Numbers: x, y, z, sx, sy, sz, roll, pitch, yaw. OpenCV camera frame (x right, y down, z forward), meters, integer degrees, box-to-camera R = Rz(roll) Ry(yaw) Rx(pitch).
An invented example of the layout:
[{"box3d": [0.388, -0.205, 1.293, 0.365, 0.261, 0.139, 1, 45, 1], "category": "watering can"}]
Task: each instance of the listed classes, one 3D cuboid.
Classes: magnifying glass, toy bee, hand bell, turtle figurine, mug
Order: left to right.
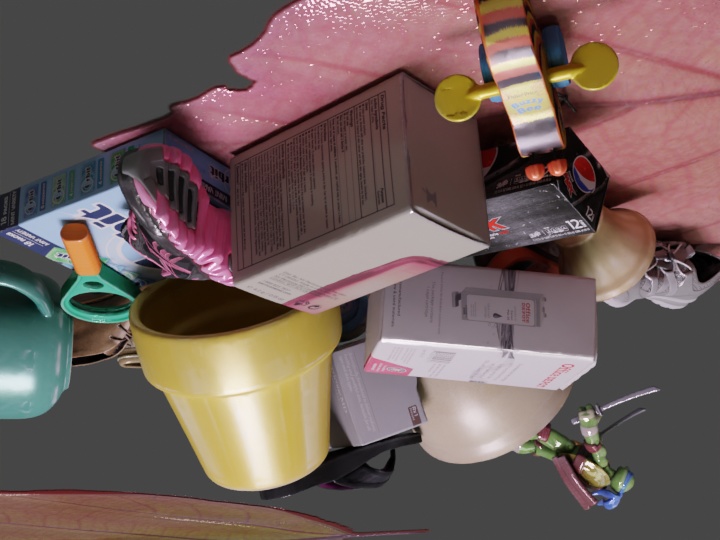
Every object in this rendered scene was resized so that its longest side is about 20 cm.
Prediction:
[{"box3d": [-0.349, 0.074, 1.308, 0.114, 0.152, 0.185, 4, 174, -17], "category": "mug"}, {"box3d": [-0.255, 0.007, 1.235, 0.079, 0.022, 0.200, -1, 155, -2], "category": "magnifying glass"}, {"box3d": [0.137, -0.131, 0.982, 0.131, 0.109, 0.200, -23, 150, 34], "category": "toy bee"}, {"box3d": [0.182, -0.064, 1.199, 0.104, 0.104, 0.200, -19, 139, 31], "category": "hand bell"}, {"box3d": [0.308, 0.224, 1.850, 0.194, 0.200, 0.144, 16, -172, 10], "category": "turtle figurine"}]

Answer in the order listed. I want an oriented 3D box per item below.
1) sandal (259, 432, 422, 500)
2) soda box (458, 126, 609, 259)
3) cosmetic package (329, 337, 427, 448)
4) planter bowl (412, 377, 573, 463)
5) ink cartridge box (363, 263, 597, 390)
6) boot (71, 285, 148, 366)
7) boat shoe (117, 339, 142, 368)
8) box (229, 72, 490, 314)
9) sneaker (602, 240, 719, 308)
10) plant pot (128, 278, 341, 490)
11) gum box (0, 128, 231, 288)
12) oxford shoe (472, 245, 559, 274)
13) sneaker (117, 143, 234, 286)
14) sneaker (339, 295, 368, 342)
[{"box3d": [-0.018, 0.211, 1.345, 0.200, 0.048, 0.075, -15, 180, -37], "category": "sandal"}, {"box3d": [0.112, -0.060, 1.131, 0.200, 0.063, 0.071, -12, 136, 42], "category": "soda box"}, {"box3d": [-0.014, 0.133, 1.407, 0.090, 0.107, 0.200, -18, 176, -20], "category": "cosmetic package"}, {"box3d": [0.113, 0.088, 1.405, 0.200, 0.200, 0.135, -18, 126, 29], "category": "planter bowl"}, {"box3d": [0.110, 0.054, 1.230, 0.200, 0.083, 0.147, 6, 163, -5], "category": "ink cartridge box"}, {"box3d": [-0.245, 0.054, 1.388, 0.200, 0.076, 0.074, -15, 152, 22], "category": "boot"}, {"box3d": [-0.211, 0.103, 1.515, 0.073, 0.063, 0.200, -22, 151, 35], "category": "boat shoe"}, {"box3d": [-0.004, -0.059, 1.100, 0.200, 0.128, 0.109, -21, 151, 35], "category": "box"}, {"box3d": [0.302, -0.010, 1.339, 0.200, 0.075, 0.082, 3, 152, -44], "category": "sneaker"}, {"box3d": [-0.110, 0.103, 1.275, 0.200, 0.201, 0.189, -7, 113, 7], "category": "plant pot"}, {"box3d": [-0.202, -0.049, 1.197, 0.200, 0.045, 0.170, -18, 151, 28], "category": "gum box"}, {"box3d": [0.180, 0.001, 1.343, 0.071, 0.073, 0.200, -45, 143, 12], "category": "oxford shoe"}, {"box3d": [-0.168, -0.039, 1.095, 0.095, 0.079, 0.200, -1, 155, 18], "category": "sneaker"}, {"box3d": [-0.091, 0.046, 1.412, 0.200, 0.078, 0.090, -21, 142, 16], "category": "sneaker"}]
